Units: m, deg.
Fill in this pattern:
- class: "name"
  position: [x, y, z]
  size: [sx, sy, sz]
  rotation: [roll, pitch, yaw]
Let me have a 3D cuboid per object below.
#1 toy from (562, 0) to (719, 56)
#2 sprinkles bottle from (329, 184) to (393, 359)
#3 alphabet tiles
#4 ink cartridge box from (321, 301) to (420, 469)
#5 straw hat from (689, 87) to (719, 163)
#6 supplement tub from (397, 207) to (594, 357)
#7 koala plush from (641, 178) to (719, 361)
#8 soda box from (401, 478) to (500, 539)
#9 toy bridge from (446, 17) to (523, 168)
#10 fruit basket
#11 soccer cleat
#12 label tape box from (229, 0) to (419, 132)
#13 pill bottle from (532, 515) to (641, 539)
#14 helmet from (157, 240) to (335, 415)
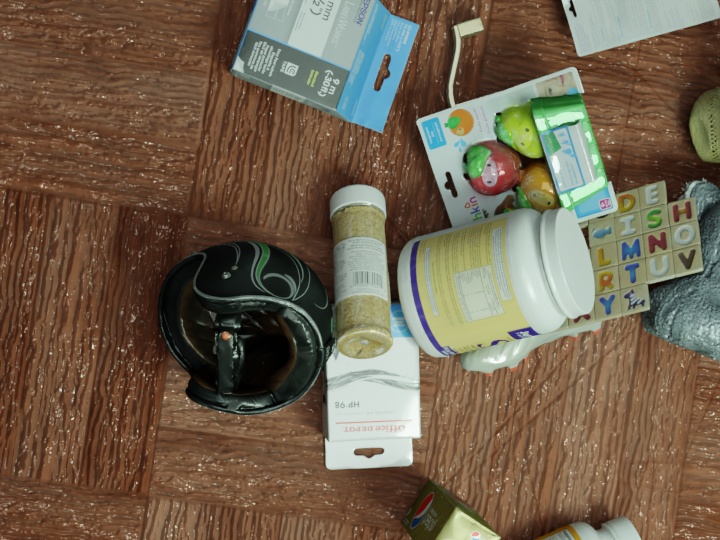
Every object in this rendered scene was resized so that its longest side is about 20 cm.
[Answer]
- class: "toy"
  position: [0.335, -0.339, 1.757]
  size: [0.197, 0.047, 0.117]
  rotation: [-17, 90, -10]
- class: "sprinkles bottle"
  position: [0.000, 0.000, 1.662]
  size: [0.067, 0.069, 0.202]
  rotation: [2, 59, -7]
- class: "alphabet tiles"
  position: [0.302, -0.020, 1.683]
  size: [0.198, 0.008, 0.169]
  rotation: [-15, 54, 25]
- class: "ink cartridge box"
  position: [0.012, 0.140, 1.713]
  size: [0.114, 0.067, 0.203]
  rotation: [-2, 91, -8]
- class: "straw hat"
  position: [0.450, -0.178, 1.751]
  size: [0.084, 0.200, 0.204]
  rotation: [0, 91, 31]
- class: "supplement tub"
  position: [0.157, 0.011, 1.655]
  size: [0.198, 0.145, 0.147]
  rotation: [-14, 93, 25]
- class: "koala plush"
  position: [0.429, 0.001, 1.676]
  size: [0.183, 0.176, 0.202]
  rotation: [15, 96, -52]
- class: "soda box"
  position: [0.102, 0.301, 1.660]
  size: [0.064, 0.200, 0.068]
  rotation: [34, 88, -6]
- class: "toy bridge"
  position: [0.142, -0.201, 1.744]
  size: [0.066, 0.027, 0.203]
  rotation: [-16, 93, -5]
- class: "fruit basket"
  position: [0.187, -0.123, 1.690]
  size: [0.198, 0.094, 0.187]
  rotation: [-18, 107, 5]
- class: "soccer cleat"
  position: [0.205, 0.063, 1.734]
  size: [0.198, 0.069, 0.078]
  rotation: [-21, 112, -14]
- class: "label tape box"
  position: [-0.039, -0.267, 1.701]
  size: [0.198, 0.066, 0.145]
  rotation: [21, 88, -6]
- class: "pill bottle"
  position: [0.244, 0.372, 1.725]
  size: [0.198, 0.111, 0.112]
  rotation: [-22, 94, -7]
- class: "helmet"
  position: [-0.131, 0.059, 1.632]
  size: [0.197, 0.191, 0.203]
  rotation: [-4, 112, -10]
